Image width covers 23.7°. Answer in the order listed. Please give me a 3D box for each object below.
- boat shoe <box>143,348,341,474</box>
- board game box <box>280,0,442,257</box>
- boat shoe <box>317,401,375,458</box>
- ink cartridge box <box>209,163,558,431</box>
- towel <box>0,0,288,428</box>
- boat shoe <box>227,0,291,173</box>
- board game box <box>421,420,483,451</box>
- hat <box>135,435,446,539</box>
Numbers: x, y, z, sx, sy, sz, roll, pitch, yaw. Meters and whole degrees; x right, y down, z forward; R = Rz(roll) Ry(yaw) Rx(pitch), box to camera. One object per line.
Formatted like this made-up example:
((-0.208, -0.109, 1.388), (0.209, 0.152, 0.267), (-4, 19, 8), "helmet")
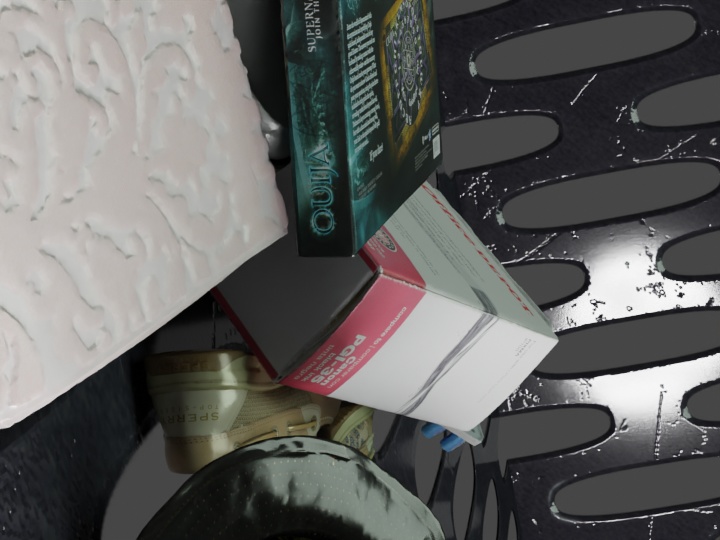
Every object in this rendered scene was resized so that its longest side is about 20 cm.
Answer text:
((-0.060, 0.080, 0.901), (0.200, 0.071, 0.065), (17, 67, -69), "boat shoe")
((0.004, -0.096, 0.790), (0.200, 0.028, 0.136), (-47, 135, -71), "board game box")
((-0.033, 0.115, 1.034), (0.200, 0.073, 0.063), (-43, 130, -71), "boat shoe")
((0.000, 0.000, 0.925), (0.147, 0.083, 0.200), (52, 16, 31), "ink cartridge box")
((-0.108, -0.072, 0.627), (0.191, 0.032, 0.202), (-37, 117, -54), "towel")
((-0.060, -0.142, 0.759), (0.075, 0.068, 0.201), (9, 55, -60), "boat shoe")
((-0.010, 0.003, 1.090), (0.200, 0.026, 0.201), (33, 31, -45), "board game box")
((-0.051, 0.170, 0.750), (0.199, 0.081, 0.202), (-1, 91, -38), "hat")
